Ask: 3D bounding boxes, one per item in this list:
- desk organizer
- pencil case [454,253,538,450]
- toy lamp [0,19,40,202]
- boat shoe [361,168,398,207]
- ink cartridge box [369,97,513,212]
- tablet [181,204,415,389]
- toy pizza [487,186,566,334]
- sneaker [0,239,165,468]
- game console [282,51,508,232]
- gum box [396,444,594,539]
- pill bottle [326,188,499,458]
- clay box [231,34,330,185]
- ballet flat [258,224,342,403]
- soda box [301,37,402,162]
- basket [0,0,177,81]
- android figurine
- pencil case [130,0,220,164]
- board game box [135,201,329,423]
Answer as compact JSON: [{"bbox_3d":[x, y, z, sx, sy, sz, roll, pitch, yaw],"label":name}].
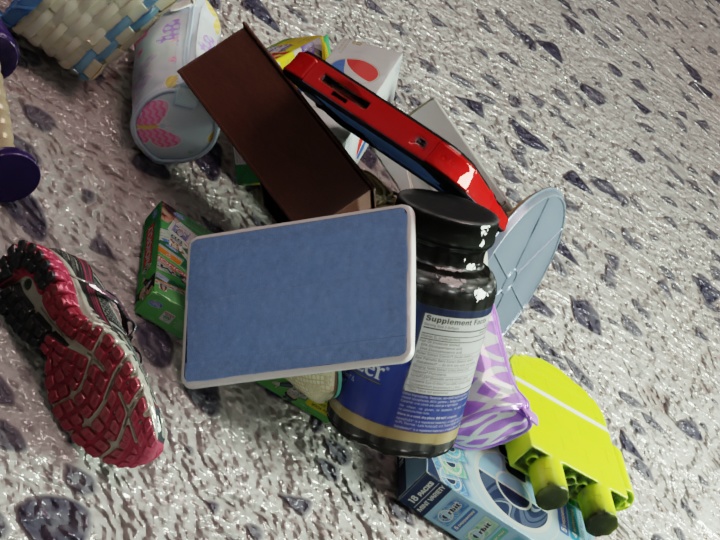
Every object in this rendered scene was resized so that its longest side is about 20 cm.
[{"bbox_3d":[-0.074,-0.113,1.619,0.200,0.077,0.072,53,-11,17],"label":"desk organizer"},{"bbox_3d":[0.094,0.056,1.600,0.084,0.085,0.201,41,32,-60],"label":"pencil case"},{"bbox_3d":[-0.303,-0.143,1.513,0.058,0.058,0.200,22,32,-37],"label":"toy lamp"},{"bbox_3d":[0.034,-0.031,1.800,0.073,0.063,0.201,-7,55,-26],"label":"boat shoe"},{"bbox_3d":[0.102,-0.067,1.868,0.146,0.087,0.200,56,6,25],"label":"ink cartridge box"},{"bbox_3d":[-0.050,0.021,1.440,0.014,0.199,0.131,40,46,-59],"label":"tablet"},{"bbox_3d":[0.132,0.003,1.767,0.032,0.201,0.200,32,21,21],"label":"toy pizza"},{"bbox_3d":[-0.192,0.056,1.344,0.075,0.081,0.200,10,41,-52],"label":"sneaker"},{"bbox_3d":[0.031,-0.108,1.576,0.200,0.031,0.177,36,-4,22],"label":"game console"},{"bbox_3d":[0.121,0.187,1.635,0.200,0.045,0.170,34,27,-19],"label":"gum box"},{"bbox_3d":[0.047,0.041,1.485,0.111,0.201,0.112,13,16,-4],"label":"pill bottle"},{"bbox_3d":[-0.074,-0.164,1.820,0.200,0.047,0.115,-42,128,-66],"label":"clay box"},{"bbox_3d":[-0.069,0.038,1.523,0.062,0.068,0.200,0,39,-20],"label":"ballet flat"},{"bbox_3d":[-0.020,-0.154,1.778,0.068,0.064,0.200,17,34,9],"label":"soda box"},{"bbox_3d":[-0.270,-0.283,1.653,0.200,0.176,0.139,49,8,-20],"label":"basket"},{"bbox_3d":[0.177,0.152,1.674,0.182,0.041,0.200,29,28,-28],"label":"android figurine"},{"bbox_3d":[-0.172,-0.184,1.726,0.083,0.091,0.200,28,30,-22],"label":"pencil case"},{"bbox_3d":[-0.100,0.035,1.567,0.200,0.029,0.135,33,29,-22],"label":"board game box"}]
